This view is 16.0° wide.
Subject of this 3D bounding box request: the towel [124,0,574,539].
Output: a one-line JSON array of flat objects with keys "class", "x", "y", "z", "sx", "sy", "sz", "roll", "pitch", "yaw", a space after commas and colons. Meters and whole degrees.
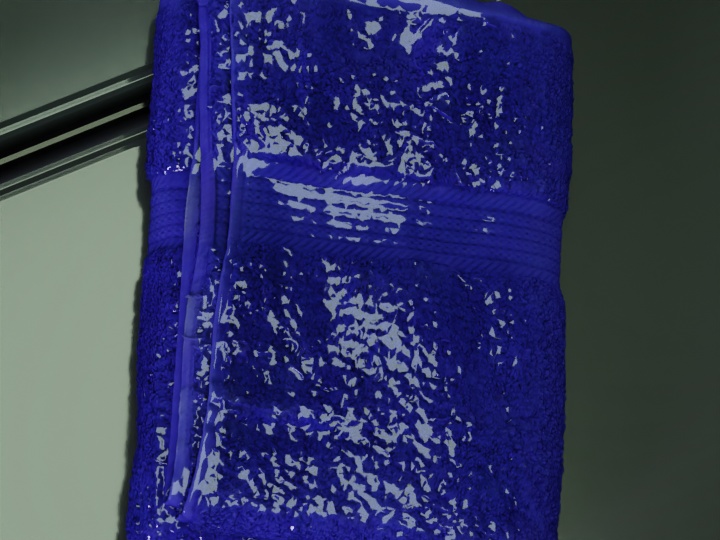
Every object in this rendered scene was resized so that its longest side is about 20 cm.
[{"class": "towel", "x": 0.000, "y": 0.000, "z": 0.849, "sx": 0.147, "sy": 0.050, "sz": 0.201, "roll": 5, "pitch": 74, "yaw": -9}]
